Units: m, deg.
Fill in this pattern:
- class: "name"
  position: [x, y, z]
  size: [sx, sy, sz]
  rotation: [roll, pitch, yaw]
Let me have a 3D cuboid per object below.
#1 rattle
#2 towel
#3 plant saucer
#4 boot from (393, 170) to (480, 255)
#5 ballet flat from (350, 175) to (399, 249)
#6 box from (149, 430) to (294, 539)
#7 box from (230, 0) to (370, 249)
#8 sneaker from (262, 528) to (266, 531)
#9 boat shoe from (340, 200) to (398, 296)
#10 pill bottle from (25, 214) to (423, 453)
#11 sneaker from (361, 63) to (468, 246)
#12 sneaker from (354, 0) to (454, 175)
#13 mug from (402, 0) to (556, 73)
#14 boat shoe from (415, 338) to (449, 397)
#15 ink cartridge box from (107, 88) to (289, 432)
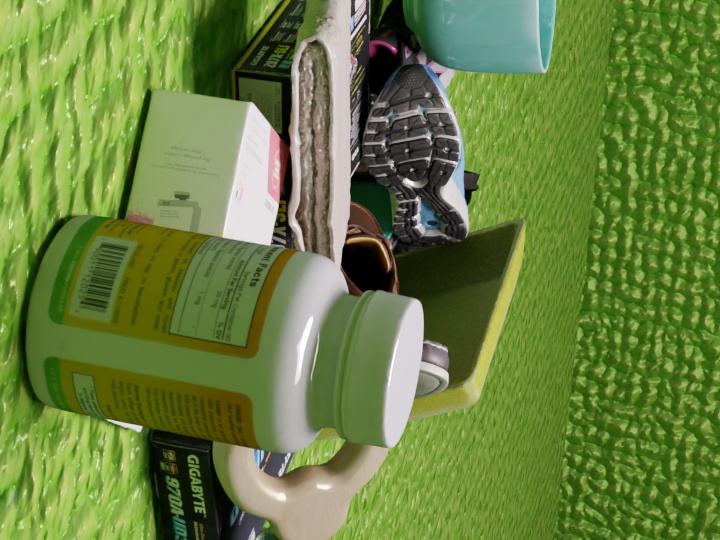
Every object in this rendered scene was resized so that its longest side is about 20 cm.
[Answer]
- class: "rattle"
  position: [-0.062, 0.121, 1.309]
  size: [0.130, 0.143, 0.200]
  rotation: [-20, 131, -35]
- class: "towel"
  position: [-0.027, -0.092, 1.282]
  size: [0.133, 0.034, 0.200]
  rotation: [-84, 175, -59]
- class: "plant saucer"
  position: [0.041, 0.060, 1.574]
  size: [0.048, 0.200, 0.200]
  rotation: [54, 37, -27]
- class: "boot"
  position: [0.056, -0.018, 1.777]
  size: [0.211, 0.079, 0.158]
  rotation: [99, 2, -85]
- class: "ballet flat"
  position: [0.014, -0.068, 1.654]
  size: [0.073, 0.073, 0.200]
  rotation: [76, 25, -61]
- class: "box"
  position: [-0.090, 0.115, 1.375]
  size: [0.200, 0.046, 0.159]
  rotation: [-66, 160, -49]
- class: "box"
  position: [-0.041, -0.117, 1.416]
  size: [0.200, 0.049, 0.160]
  rotation: [-62, 155, -54]
- class: "sneaker"
  position: [-0.094, 0.254, 1.408]
  size: [0.073, 0.114, 0.200]
  rotation: [67, -8, -13]
- class: "boat shoe"
  position: [0.000, 0.000, 1.409]
  size: [0.200, 0.072, 0.068]
  rotation: [-91, -156, -59]
- class: "pill bottle"
  position: [-0.071, 0.039, 1.051]
  size: [0.111, 0.200, 0.111]
  rotation: [10, 90, -77]
- class: "sneaker"
  position: [0.045, -0.105, 1.551]
  size: [0.200, 0.078, 0.090]
  rotation: [80, 11, -57]
- class: "sneaker"
  position: [0.031, -0.176, 1.616]
  size: [0.086, 0.080, 0.200]
  rotation: [82, 21, -50]
- class: "mug"
  position: [0.099, -0.227, 1.581]
  size: [0.152, 0.114, 0.185]
  rotation: [-76, 165, -47]
- class: "boat shoe"
  position: [0.000, 0.060, 1.469]
  size: [0.072, 0.201, 0.061]
  rotation: [29, 70, -32]
- class: "ink cartridge box"
  position: [-0.103, 0.002, 1.183]
  size: [0.116, 0.067, 0.200]
  rotation: [46, 54, -76]
